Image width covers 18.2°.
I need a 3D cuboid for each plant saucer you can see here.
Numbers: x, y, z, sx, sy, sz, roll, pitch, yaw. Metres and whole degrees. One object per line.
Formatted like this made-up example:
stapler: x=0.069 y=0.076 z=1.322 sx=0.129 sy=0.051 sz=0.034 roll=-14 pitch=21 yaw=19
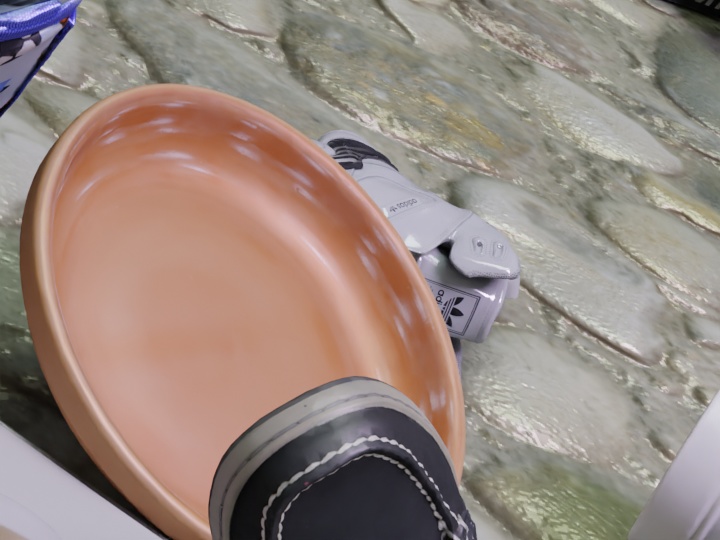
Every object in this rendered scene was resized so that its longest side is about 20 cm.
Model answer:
plant saucer: x=-0.045 y=0.026 z=0.819 sx=0.200 sy=0.037 sz=0.201 roll=27 pitch=46 yaw=-32

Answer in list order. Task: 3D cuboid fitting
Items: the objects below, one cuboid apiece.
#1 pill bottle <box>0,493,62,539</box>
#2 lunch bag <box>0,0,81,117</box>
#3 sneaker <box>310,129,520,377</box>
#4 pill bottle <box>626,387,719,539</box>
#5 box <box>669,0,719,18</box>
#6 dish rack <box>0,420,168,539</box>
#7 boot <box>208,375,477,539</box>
pill bottle: x=-0.104 y=0.147 z=0.448 sx=0.111 sy=0.111 sz=0.200 roll=16 pitch=41 yaw=-25
lunch bag: x=-0.213 y=-0.088 z=0.771 sx=0.200 sy=0.170 sz=0.124 roll=18 pitch=58 yaw=-24
sneaker: x=0.000 y=0.000 z=0.960 sx=0.115 sy=0.075 sz=0.200 roll=30 pitch=21 yaw=12
pill bottle: x=0.212 y=0.126 z=0.890 sx=0.200 sy=0.113 sz=0.113 roll=33 pitch=24 yaw=10
box: x=0.253 y=-0.257 z=1.773 sx=0.200 sy=0.049 sz=0.160 roll=15 pitch=29 yaw=-28
dish rack: x=-0.125 y=0.093 z=0.687 sx=0.200 sy=0.044 sz=0.172 roll=34 pitch=24 yaw=11
boot: x=0.033 y=0.133 z=0.632 sx=0.073 sy=0.204 sz=0.154 roll=-30 pitch=53 yaw=-9
